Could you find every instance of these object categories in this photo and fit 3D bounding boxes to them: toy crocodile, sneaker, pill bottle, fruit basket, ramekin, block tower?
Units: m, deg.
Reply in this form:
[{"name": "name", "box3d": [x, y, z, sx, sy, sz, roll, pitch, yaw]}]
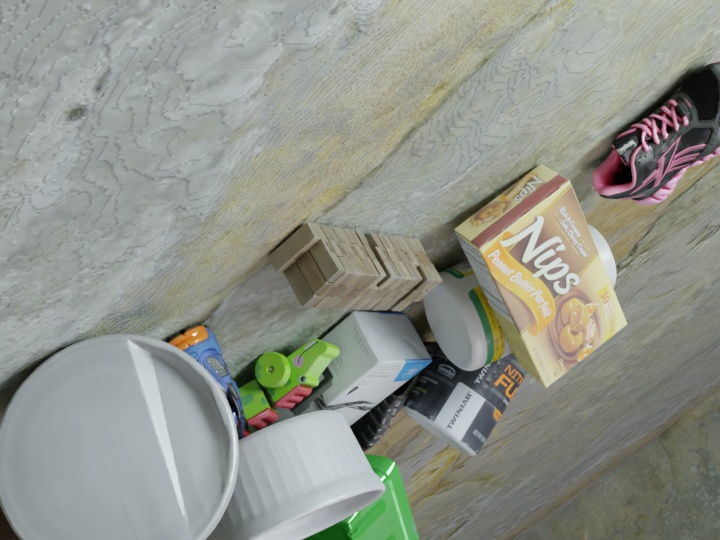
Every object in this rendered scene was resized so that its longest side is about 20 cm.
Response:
[{"name": "toy crocodile", "box3d": [-0.106, 0.138, 1.318, 0.199, 0.062, 0.067, -34, 159, 7]}, {"name": "sneaker", "box3d": [-0.147, 0.134, 1.199, 0.075, 0.079, 0.201, -26, 151, -7]}, {"name": "pill bottle", "box3d": [0.178, 0.022, 1.376, 0.198, 0.114, 0.113, -24, 159, -20]}, {"name": "fruit basket", "box3d": [-0.019, 0.269, 1.507, 0.214, 0.215, 0.157, -25, 119, -16]}, {"name": "sneaker", "box3d": [0.047, 0.156, 1.559, 0.115, 0.075, 0.200, -13, 152, -45]}, {"name": "ramekin", "box3d": [-0.199, 0.161, 1.058, 0.201, 0.204, 0.094, -28, 167, -7]}, {"name": "sneaker", "box3d": [0.307, -0.134, 1.271, 0.094, 0.080, 0.201, -3, 147, -30]}, {"name": "pill bottle", "box3d": [0.143, 0.106, 1.464, 0.201, 0.106, 0.106, -57, 162, -9]}, {"name": "block tower", "box3d": [0.000, 0.000, 1.159, 0.054, 0.058, 0.199, -41, 156, 23]}, {"name": "ramekin", "box3d": [-0.082, 0.225, 1.299, 0.198, 0.099, 0.201, -23, 164, -7]}]

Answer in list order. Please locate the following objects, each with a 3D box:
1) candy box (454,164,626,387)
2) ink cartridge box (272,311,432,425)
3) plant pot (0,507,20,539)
[{"name": "candy box", "box3d": [0.187, 0.008, 1.271, 0.115, 0.055, 0.201, -36, 124, -10]}, {"name": "ink cartridge box", "box3d": [-0.031, 0.131, 1.396, 0.200, 0.068, 0.115, -41, 157, 25]}, {"name": "plant pot", "box3d": [-0.348, 0.259, 1.132, 0.200, 0.187, 0.187, -43, 161, -6]}]
